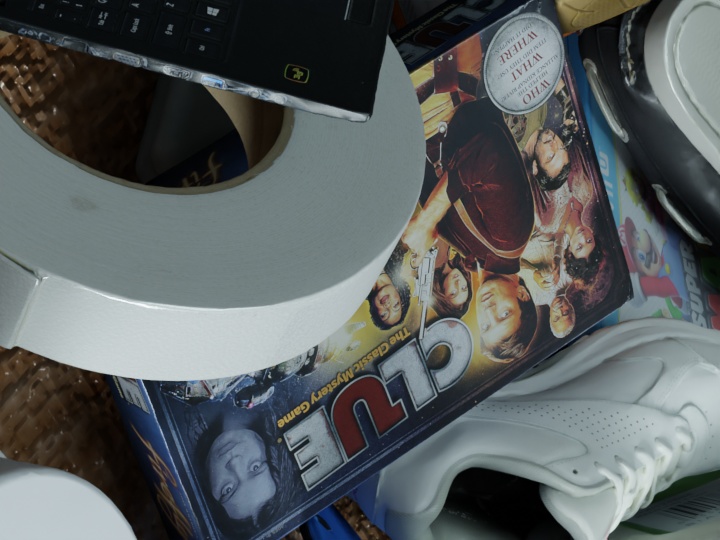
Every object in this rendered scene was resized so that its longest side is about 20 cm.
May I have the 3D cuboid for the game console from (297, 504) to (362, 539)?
[{"bbox_3d":[0.004,0.190,1.008,0.118,0.200,0.172,20,100,-11],"label":"game console"}]

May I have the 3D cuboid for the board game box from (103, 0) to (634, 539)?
[{"bbox_3d":[0.000,0.000,0.998,0.200,0.035,0.136,-33,123,-22],"label":"board game box"}]

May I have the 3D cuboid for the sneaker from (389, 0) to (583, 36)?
[{"bbox_3d":[0.068,-0.073,1.102,0.112,0.077,0.201,-34,120,-28],"label":"sneaker"}]

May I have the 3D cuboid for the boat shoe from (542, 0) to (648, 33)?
[{"bbox_3d":[0.131,-0.153,1.059,0.199,0.071,0.070,-23,78,-38],"label":"boat shoe"}]

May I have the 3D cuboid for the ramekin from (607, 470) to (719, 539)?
[{"bbox_3d":[0.152,0.133,1.142,0.200,0.199,0.098,-23,102,-45],"label":"ramekin"}]

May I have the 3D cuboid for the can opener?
[{"bbox_3d":[-0.051,-0.125,1.010,0.066,0.053,0.201,13,80,-13],"label":"can opener"}]

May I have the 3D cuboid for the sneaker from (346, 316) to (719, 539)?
[{"bbox_3d":[0.084,0.079,1.082,0.199,0.100,0.078,-9,129,-20],"label":"sneaker"}]

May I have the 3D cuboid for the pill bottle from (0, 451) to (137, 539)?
[{"bbox_3d":[-0.157,0.091,0.781,0.119,0.199,0.121,-5,97,-48],"label":"pill bottle"}]

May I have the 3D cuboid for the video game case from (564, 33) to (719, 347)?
[{"bbox_3d":[0.148,-0.009,1.221,0.200,0.018,0.144,25,58,-48],"label":"video game case"}]

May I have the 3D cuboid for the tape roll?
[{"bbox_3d":[-0.077,-0.053,0.888,0.202,0.203,0.037,-30,159,-43],"label":"tape roll"}]

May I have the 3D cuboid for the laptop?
[{"bbox_3d":[-0.072,-0.157,0.881,0.178,0.199,0.104,-79,-176,-51],"label":"laptop"}]

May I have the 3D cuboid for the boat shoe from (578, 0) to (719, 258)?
[{"bbox_3d":[0.158,-0.040,1.180,0.200,0.060,0.074,48,65,-34],"label":"boat shoe"}]
